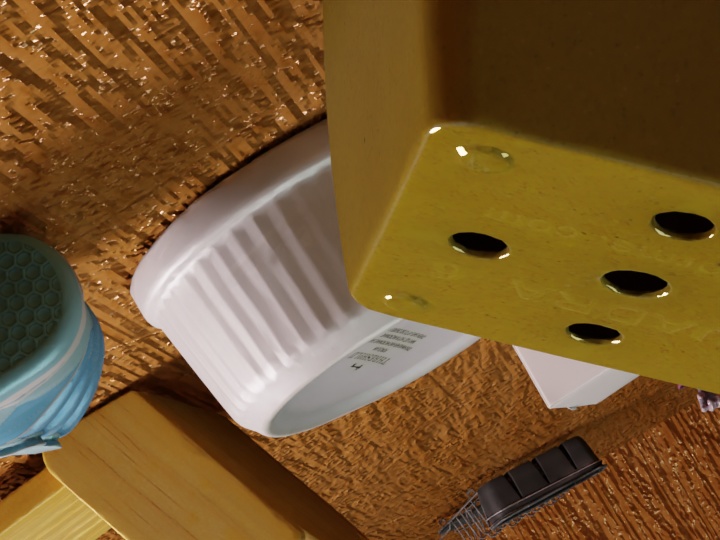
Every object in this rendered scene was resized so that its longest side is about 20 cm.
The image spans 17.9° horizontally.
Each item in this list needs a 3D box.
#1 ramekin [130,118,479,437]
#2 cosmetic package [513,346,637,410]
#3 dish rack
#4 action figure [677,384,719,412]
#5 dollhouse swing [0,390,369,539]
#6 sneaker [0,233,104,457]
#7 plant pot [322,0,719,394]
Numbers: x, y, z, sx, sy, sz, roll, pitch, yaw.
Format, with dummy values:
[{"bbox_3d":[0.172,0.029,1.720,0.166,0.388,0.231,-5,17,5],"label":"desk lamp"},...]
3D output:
[{"bbox_3d":[0.000,0.000,1.095,0.202,0.094,0.202,-29,167,-7],"label":"ramekin"},{"bbox_3d":[0.211,0.014,1.641,0.200,0.085,0.108,-34,166,18],"label":"cosmetic package"},{"bbox_3d":[0.171,0.253,2.541,0.153,0.055,0.200,-24,166,-24],"label":"dish rack"},{"bbox_3d":[0.254,0.023,1.828,0.200,0.134,0.149,-24,-145,32],"label":"action figure"},{"bbox_3d":[-0.124,0.175,1.354,0.176,0.182,0.200,-51,167,0],"label":"dollhouse swing"},{"bbox_3d":[-0.191,0.067,0.964,0.200,0.080,0.131,-30,166,1],"label":"sneaker"},{"bbox_3d":[0.087,-0.076,0.615,0.199,0.177,0.200,13,158,-5],"label":"plant pot"}]
